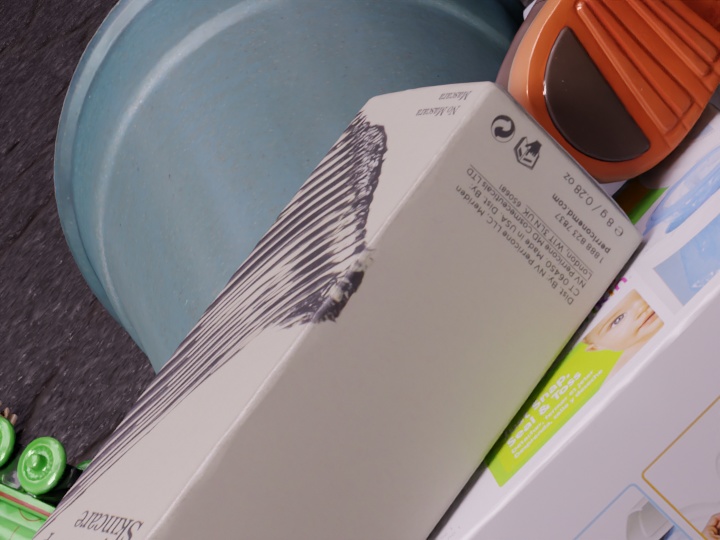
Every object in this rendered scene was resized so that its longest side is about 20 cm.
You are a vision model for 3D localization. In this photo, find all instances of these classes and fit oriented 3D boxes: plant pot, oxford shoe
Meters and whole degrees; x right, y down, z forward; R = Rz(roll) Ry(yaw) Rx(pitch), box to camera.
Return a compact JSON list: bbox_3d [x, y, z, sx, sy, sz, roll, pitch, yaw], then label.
[{"bbox_3d":[0.000,0.000,1.049,0.200,0.200,0.196,-43,27,10],"label":"plant pot"},{"bbox_3d":[0.102,-0.106,0.901,0.200,0.071,0.073,-47,9,-18],"label":"oxford shoe"}]

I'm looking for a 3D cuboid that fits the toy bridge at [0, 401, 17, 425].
[{"bbox_3d":[-0.205,0.129,1.471,0.067,0.027,0.200,-35,22,30],"label":"toy bridge"}]

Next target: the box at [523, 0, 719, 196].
[{"bbox_3d":[0.160,-0.095,1.008,0.200,0.097,0.177,-42,19,15],"label":"box"}]

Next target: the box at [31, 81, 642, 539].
[{"bbox_3d":[-0.015,0.044,0.824,0.200,0.068,0.082,-53,21,-19],"label":"box"}]

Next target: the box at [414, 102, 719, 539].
[{"bbox_3d":[0.076,0.066,0.849,0.200,0.101,0.113,-45,18,4],"label":"box"}]

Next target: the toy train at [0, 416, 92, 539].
[{"bbox_3d":[-0.080,0.106,1.084,0.199,0.042,0.057,18,80,38],"label":"toy train"}]
